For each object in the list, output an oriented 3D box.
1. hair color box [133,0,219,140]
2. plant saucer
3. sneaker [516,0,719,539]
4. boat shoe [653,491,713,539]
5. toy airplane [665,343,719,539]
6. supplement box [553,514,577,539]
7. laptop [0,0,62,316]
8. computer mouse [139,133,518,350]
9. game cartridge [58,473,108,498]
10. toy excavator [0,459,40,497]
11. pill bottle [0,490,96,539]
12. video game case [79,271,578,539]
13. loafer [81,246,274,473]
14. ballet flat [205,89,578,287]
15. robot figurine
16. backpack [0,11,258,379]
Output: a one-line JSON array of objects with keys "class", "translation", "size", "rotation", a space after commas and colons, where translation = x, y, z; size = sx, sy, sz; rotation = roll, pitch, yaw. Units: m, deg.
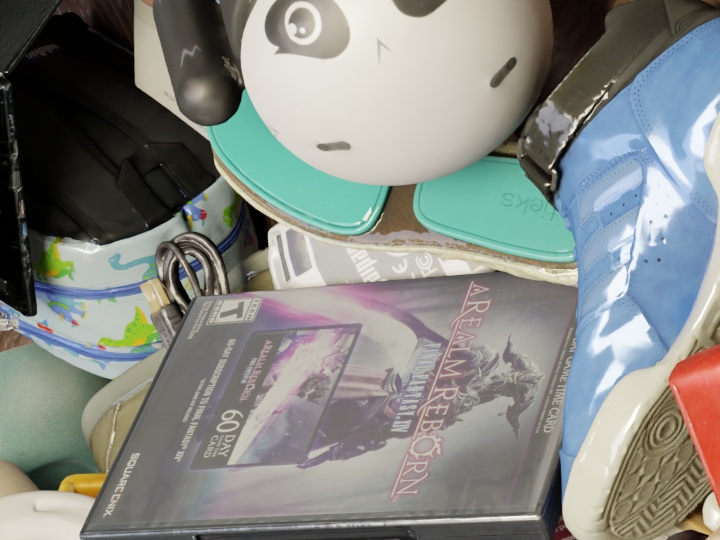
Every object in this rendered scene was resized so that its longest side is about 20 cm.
[{"class": "hair color box", "translation": [-0.051, -0.156, 1.207], "size": [0.111, 0.064, 0.200], "rotation": [38, 134, 46]}, {"class": "plant saucer", "translation": [-0.174, 0.133, 1.365], "size": [0.039, 0.201, 0.201], "rotation": [29, 131, 35]}, {"class": "sneaker", "translation": [0.100, -0.005, 0.992], "size": [0.111, 0.077, 0.200], "rotation": [37, 117, 42]}, {"class": "boat shoe", "translation": [0.117, 0.101, 1.056], "size": [0.200, 0.074, 0.069], "rotation": [37, 130, 43]}, {"class": "toy airplane", "translation": [0.196, 0.103, 0.895], "size": [0.200, 0.141, 0.199], "rotation": [14, 137, 15]}, {"class": "supplement box", "translation": [0.071, 0.154, 1.149], "size": [0.200, 0.086, 0.110], "rotation": [56, 147, 26]}, {"class": "laptop", "translation": [-0.182, -0.112, 1.272], "size": [0.177, 0.103, 0.200], "rotation": [29, 135, 38]}, {"class": "computer mouse", "translation": [0.000, 0.000, 1.169], "size": [0.200, 0.044, 0.110], "rotation": [-30, 82, 26]}, {"class": "game cartridge", "translation": [-0.066, 0.175, 1.303], "size": [0.032, 0.176, 0.200], "rotation": [-105, 20, -46]}, {"class": "toy excavator", "translation": [-0.118, 0.163, 1.352], "size": [0.100, 0.200, 0.195], "rotation": [40, 138, 41]}, {"class": "pill bottle", "translation": [-0.135, 0.205, 1.215], "size": [0.112, 0.112, 0.200], "rotation": [42, 149, 41]}, {"class": "video game case", "translation": [-0.001, 0.056, 1.083], "size": [0.200, 0.143, 0.019], "rotation": [-6, 129, 27]}, {"class": "loafer", "translation": [-0.052, 0.056, 1.262], "size": [0.200, 0.075, 0.070], "rotation": [-40, 48, 36]}, {"class": "ballet flat", "translation": [0.027, -0.030, 1.093], "size": [0.200, 0.062, 0.068], "rotation": [21, 86, 28]}, {"class": "robot figurine", "translation": [0.002, -0.125, 1.045], "size": [0.200, 0.125, 0.150], "rotation": [-105, 33, -42]}, {"class": "backpack", "translation": [-0.136, -0.036, 1.341], "size": [0.200, 0.163, 0.154], "rotation": [14, 127, 48]}]
